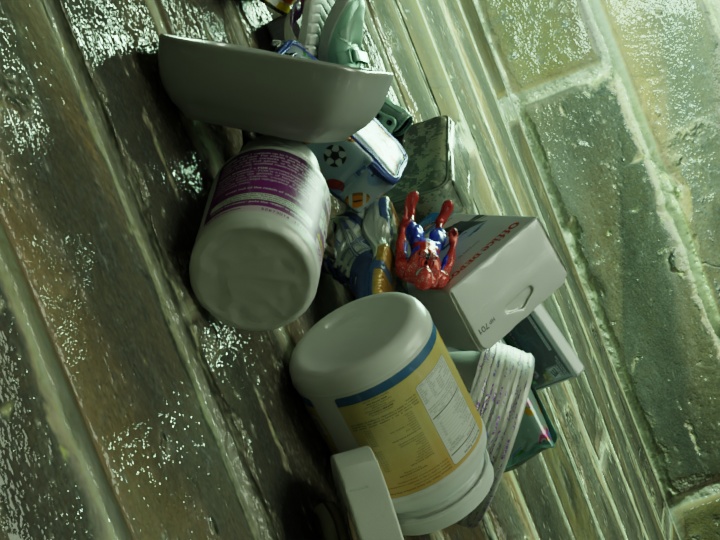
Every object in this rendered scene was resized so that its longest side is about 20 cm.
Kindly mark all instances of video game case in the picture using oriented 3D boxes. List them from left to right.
[{"bbox_3d":[0.180,0.071,2.095,0.023,0.182,0.200,-37,93,-31],"label":"video game case"}]

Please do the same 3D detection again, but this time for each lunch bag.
[{"bbox_3d":[-0.039,-0.160,1.729,0.200,0.076,0.160,46,19,-6],"label":"lunch bag"},{"bbox_3d":[0.081,-0.068,2.008,0.200,0.139,0.168,-86,151,-57],"label":"lunch bag"},{"bbox_3d":[0.165,0.169,2.040,0.171,0.122,0.200,65,2,9],"label":"lunch bag"}]

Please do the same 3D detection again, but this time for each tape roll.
[{"bbox_3d":[0.017,0.252,1.409,0.203,0.037,0.203,165,-90,-84],"label":"tape roll"}]

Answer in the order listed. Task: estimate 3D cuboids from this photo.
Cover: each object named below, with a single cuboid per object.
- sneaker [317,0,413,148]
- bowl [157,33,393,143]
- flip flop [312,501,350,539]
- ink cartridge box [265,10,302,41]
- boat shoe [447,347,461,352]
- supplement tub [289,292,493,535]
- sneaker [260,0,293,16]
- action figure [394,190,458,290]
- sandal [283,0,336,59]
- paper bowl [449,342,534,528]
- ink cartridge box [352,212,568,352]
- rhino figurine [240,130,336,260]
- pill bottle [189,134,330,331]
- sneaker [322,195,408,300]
[{"bbox_3d":[0.012,-0.213,1.831,0.074,0.118,0.201,-18,118,-67],"label":"sneaker"},{"bbox_3d":[-0.080,-0.166,1.498,0.200,0.199,0.075,-27,128,-75],"label":"bowl"},{"bbox_3d":[-0.024,0.261,1.353,0.200,0.057,0.081,-117,-167,-64],"label":"flip flop"},{"bbox_3d":[-0.041,-0.227,1.976,0.198,0.043,0.200,-58,127,-73],"label":"ink cartridge box"},{"bbox_3d":[0.068,0.116,1.860,0.200,0.069,0.057,9,101,-60],"label":"boat shoe"},{"bbox_3d":[0.034,0.138,1.543,0.145,0.144,0.200,-83,150,-61],"label":"supplement tub"},{"bbox_3d":[-0.103,-0.346,1.772,0.070,0.090,0.200,33,4,12],"label":"sneaker"},{"bbox_3d":[0.069,-0.029,1.716,0.200,0.065,0.052,-82,-168,-62],"label":"action figure"},{"bbox_3d":[-0.065,-0.271,1.837,0.082,0.050,0.203,25,76,-71],"label":"sandal"},{"bbox_3d":[0.109,0.168,1.750,0.201,0.104,0.201,21,90,-88],"label":"paper bowl"},{"bbox_3d":[0.106,0.009,1.788,0.200,0.146,0.086,3,-53,57],"label":"ink cartridge box"},{"bbox_3d":[-0.067,-0.070,1.628,0.200,0.060,0.088,58,26,-47],"label":"rhino figurine"},{"bbox_3d":[-0.083,-0.042,1.424,0.200,0.112,0.112,-83,149,-60],"label":"pill bottle"},{"bbox_3d":[0.000,0.000,1.722,0.200,0.088,0.075,-88,159,-59],"label":"sneaker"}]
